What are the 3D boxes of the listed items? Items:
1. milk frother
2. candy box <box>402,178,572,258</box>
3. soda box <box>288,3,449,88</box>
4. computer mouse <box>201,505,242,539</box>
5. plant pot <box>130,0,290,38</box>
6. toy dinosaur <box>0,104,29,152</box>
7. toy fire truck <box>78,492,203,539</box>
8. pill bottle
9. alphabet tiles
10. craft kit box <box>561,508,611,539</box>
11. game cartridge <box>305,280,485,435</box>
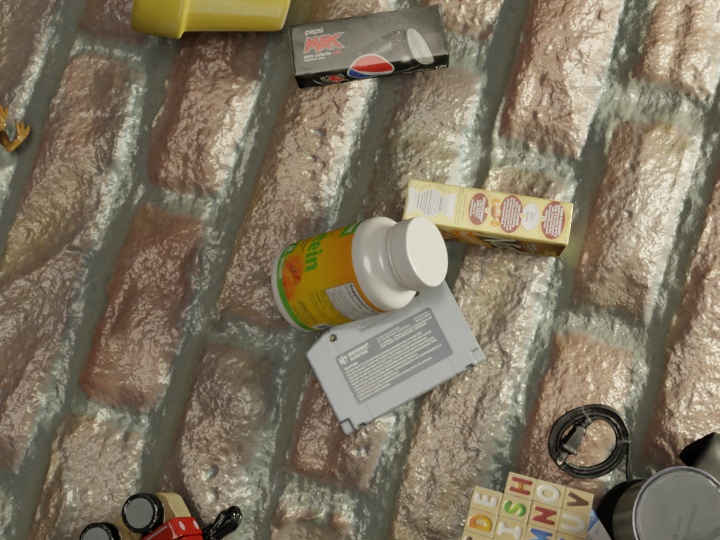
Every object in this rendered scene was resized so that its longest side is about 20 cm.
[{"bbox_3d":[0.313,0.247,1.413,0.198,0.188,0.182,20,76,3],"label":"milk frother"},{"bbox_3d":[0.152,-0.062,1.502,0.197,0.115,0.056,10,84,5],"label":"candy box"},{"bbox_3d":[0.011,-0.283,1.566,0.197,0.063,0.072,-8,82,4],"label":"soda box"},{"bbox_3d":[-0.142,0.398,1.504,0.109,0.044,0.201,-35,82,-1],"label":"computer mouse"},{"bbox_3d":[-0.178,-0.382,1.537,0.186,0.201,0.204,9,84,-11],"label":"plant pot"},{"bbox_3d":[-0.485,-0.163,1.601,0.105,0.060,0.202,-21,76,26],"label":"toy dinosaur"},{"bbox_3d":[-0.258,0.383,1.453,0.175,0.129,0.201,-33,74,5],"label":"toy fire truck"},{"bbox_3d":[0.000,0.000,1.465,0.198,0.110,0.113,-16,80,36],"label":"pill bottle"},{"bbox_3d":[0.189,0.302,1.325,0.165,0.008,0.201,13,40,10],"label":"alphabet tiles"},{"bbox_3d":[0.241,0.399,1.341,0.199,0.048,0.199,-35,91,-39],"label":"craft kit box"},{"bbox_3d":[0.039,0.099,1.532,0.198,0.042,0.134,-28,78,1],"label":"game cartridge"}]
